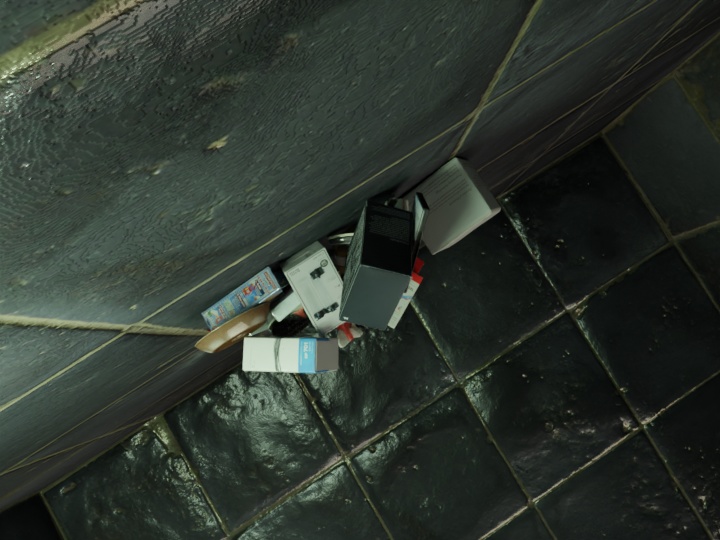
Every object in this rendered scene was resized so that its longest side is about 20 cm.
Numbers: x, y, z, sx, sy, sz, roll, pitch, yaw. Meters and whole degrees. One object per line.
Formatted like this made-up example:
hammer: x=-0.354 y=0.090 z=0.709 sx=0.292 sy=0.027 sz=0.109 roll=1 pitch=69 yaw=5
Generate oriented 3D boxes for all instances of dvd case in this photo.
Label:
dvd case: x=0.117 y=-0.067 z=1.365 sx=0.143 sy=0.017 sz=0.203 roll=-93 pitch=-164 yaw=-69

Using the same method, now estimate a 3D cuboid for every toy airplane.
toy airplane: x=-0.080 y=0.118 z=1.645 sx=0.140 sy=0.199 sz=0.202 roll=-14 pitch=133 yaw=-37

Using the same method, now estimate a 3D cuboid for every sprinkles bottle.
sprinkles bottle: x=-0.050 y=0.042 z=1.754 sx=0.067 sy=0.203 sz=0.068 roll=2 pitch=-158 yaw=-1

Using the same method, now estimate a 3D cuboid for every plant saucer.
plant saucer: x=-0.292 y=0.142 z=1.396 sx=0.199 sy=0.037 sz=0.200 roll=-32 pitch=175 yaw=-3

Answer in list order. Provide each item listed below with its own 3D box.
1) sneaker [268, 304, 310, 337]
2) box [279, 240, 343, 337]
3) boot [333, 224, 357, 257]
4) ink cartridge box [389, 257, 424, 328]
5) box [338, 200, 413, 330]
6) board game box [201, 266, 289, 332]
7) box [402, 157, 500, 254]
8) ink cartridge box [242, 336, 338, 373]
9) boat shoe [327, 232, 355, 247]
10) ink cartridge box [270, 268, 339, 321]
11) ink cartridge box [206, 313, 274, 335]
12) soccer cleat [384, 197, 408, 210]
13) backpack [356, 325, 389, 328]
sneaker: x=-0.156 y=0.105 z=1.574 sx=0.199 sy=0.071 sz=0.094 roll=-36 pitch=-164 yaw=16
box: x=-0.099 y=0.046 z=1.434 sx=0.116 sy=0.202 sz=0.060 roll=-32 pitch=-153 yaw=-8
boot: x=0.000 y=0.000 z=1.570 sx=0.065 sy=0.203 sz=0.175 roll=-16 pitch=167 yaw=-20
ink cartridge box: x=0.089 y=0.039 z=1.625 sx=0.202 sy=0.115 sz=0.067 roll=-60 pitch=-170 yaw=1
box: x=0.035 y=-0.008 z=1.345 sx=0.201 sy=0.121 sz=0.200 roll=112 pitch=-11 yaw=-48
board game box: x=-0.246 y=0.058 z=1.429 sx=0.199 sy=0.062 sz=0.199 roll=-35 pitch=175 yaw=26
box: x=0.245 y=-0.174 z=1.598 sx=0.199 sy=0.173 sz=0.199 roll=-37 pitch=174 yaw=21
ink cartridge box: x=-0.170 y=0.208 z=1.468 sx=0.197 sy=0.088 sz=0.146 roll=0 pitch=174 yaw=20
boat shoe: x=0.018 y=-0.062 z=1.469 sx=0.196 sy=0.064 sz=0.073 roll=-1 pitch=-177 yaw=-9
ink cartridge box: x=-0.155 y=0.037 z=1.554 sx=0.199 sy=0.043 sz=0.196 roll=-41 pitch=-166 yaw=-4
ink cartridge box: x=-0.311 y=0.132 z=1.648 sx=0.198 sy=0.048 sz=0.159 roll=1 pitch=-167 yaw=39
soccer cleat: x=0.076 y=-0.141 z=1.509 sx=0.067 sy=0.087 sz=0.200 roll=6 pitch=-178 yaw=-17
backpack: x=0.054 y=0.064 z=1.726 sx=0.165 sy=0.204 sz=0.126 roll=1 pitch=-171 yaw=-35
